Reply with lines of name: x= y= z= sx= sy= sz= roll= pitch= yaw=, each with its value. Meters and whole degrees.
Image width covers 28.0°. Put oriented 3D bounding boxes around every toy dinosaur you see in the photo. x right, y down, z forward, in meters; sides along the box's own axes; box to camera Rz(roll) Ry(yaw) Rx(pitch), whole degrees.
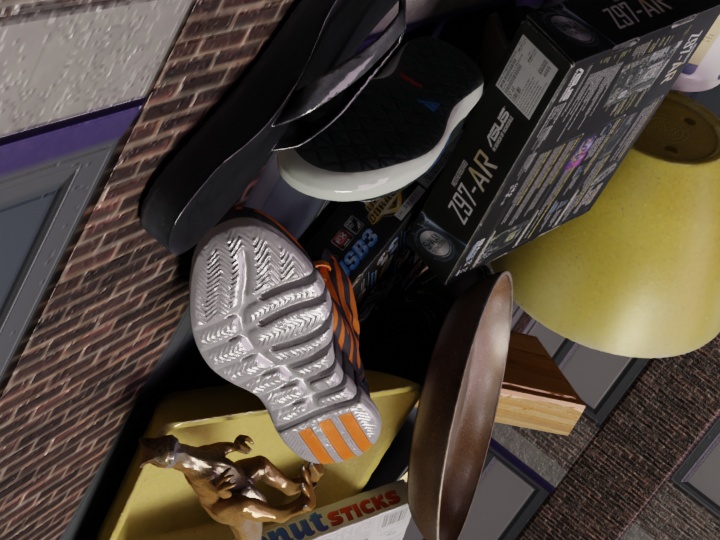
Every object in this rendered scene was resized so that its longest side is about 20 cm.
toy dinosaur: x=-0.074 y=0.140 z=0.884 sx=0.201 sy=0.105 sz=0.061 roll=67 pitch=16 yaw=-48

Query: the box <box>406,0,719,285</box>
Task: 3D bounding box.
box: x=0.129 y=-0.093 z=0.922 sx=0.160 sy=0.044 sz=0.201 roll=-26 pitch=155 yaw=-38

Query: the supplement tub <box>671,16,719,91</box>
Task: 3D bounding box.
supplement tub: x=0.261 y=-0.251 z=1.082 sx=0.144 sy=0.144 sz=0.201 roll=-39 pitch=163 yaw=-51

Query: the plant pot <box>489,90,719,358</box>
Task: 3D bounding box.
plant pot: x=0.208 y=-0.055 z=1.098 sx=0.200 sy=0.199 sz=0.143 roll=-41 pitch=153 yaw=-46

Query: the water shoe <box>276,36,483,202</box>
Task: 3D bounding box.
water shoe: x=0.011 y=-0.065 z=0.804 sx=0.200 sy=0.071 sz=0.079 roll=-39 pitch=160 yaw=-54

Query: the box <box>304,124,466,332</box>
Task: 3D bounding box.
box: x=0.000 y=0.000 z=1.028 sx=0.199 sy=0.050 sz=0.200 roll=-49 pitch=169 yaw=-14

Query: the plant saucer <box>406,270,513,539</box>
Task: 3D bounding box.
plant saucer: x=0.068 y=0.096 z=1.003 sx=0.200 sy=0.032 sz=0.202 roll=13 pitch=90 yaw=-76

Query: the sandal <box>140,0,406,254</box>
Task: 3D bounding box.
sandal: x=-0.023 y=-0.084 z=0.679 sx=0.201 sy=0.043 sz=0.076 roll=-52 pitch=169 yaw=-5

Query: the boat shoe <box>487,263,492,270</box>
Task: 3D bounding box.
boat shoe: x=0.069 y=0.037 z=1.256 sx=0.201 sy=0.061 sz=0.072 roll=-35 pitch=164 yaw=0

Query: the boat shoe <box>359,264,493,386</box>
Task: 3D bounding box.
boat shoe: x=0.035 y=0.048 z=1.053 sx=0.200 sy=0.070 sz=0.066 roll=-39 pitch=166 yaw=-28

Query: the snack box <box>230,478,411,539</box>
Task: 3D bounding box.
snack box: x=-0.056 y=0.201 z=0.996 sx=0.198 sy=0.024 sz=0.072 roll=-15 pitch=144 yaw=-27

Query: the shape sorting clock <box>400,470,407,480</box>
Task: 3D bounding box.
shape sorting clock: x=0.022 y=0.129 z=1.307 sx=0.199 sy=0.039 sz=0.201 roll=-34 pitch=-145 yaw=28

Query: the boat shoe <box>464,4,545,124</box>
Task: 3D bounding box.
boat shoe: x=0.127 y=-0.106 z=1.037 sx=0.092 sy=0.075 sz=0.201 roll=-7 pitch=146 yaw=-14

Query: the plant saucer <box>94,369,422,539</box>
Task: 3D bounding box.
plant saucer: x=-0.082 y=0.136 z=0.955 sx=0.199 sy=0.049 sz=0.201 roll=-5 pitch=137 yaw=-37

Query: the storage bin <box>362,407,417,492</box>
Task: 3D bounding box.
storage bin: x=-0.052 y=0.178 z=1.169 sx=0.200 sy=0.145 sz=0.134 roll=-46 pitch=178 yaw=-30

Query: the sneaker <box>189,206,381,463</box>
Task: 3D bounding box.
sneaker: x=-0.049 y=0.015 z=0.825 sx=0.077 sy=0.113 sz=0.201 roll=-17 pitch=136 yaw=5

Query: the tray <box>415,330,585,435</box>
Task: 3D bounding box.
tray: x=0.081 y=0.076 z=1.179 sx=0.198 sy=0.099 sz=0.037 roll=13 pitch=118 yaw=-30
